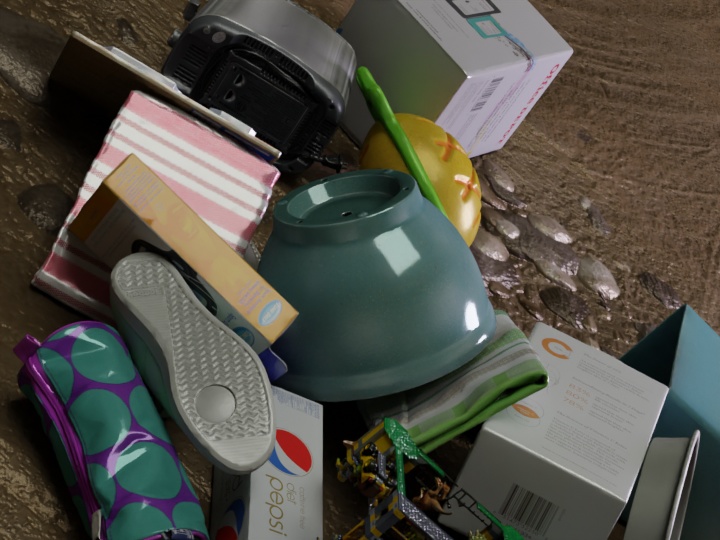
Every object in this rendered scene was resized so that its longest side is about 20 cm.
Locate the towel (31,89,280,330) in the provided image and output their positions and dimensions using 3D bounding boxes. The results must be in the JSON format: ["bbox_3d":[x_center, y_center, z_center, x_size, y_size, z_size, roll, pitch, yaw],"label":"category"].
[{"bbox_3d":[-0.164,-0.036,1.610,0.146,0.030,0.201,29,64,-11],"label":"towel"}]

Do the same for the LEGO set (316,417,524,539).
[{"bbox_3d":[0.032,0.217,1.427,0.200,0.116,0.154,41,20,-28],"label":"LEGO set"}]

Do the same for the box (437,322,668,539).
[{"bbox_3d":[0.156,0.144,1.576,0.124,0.098,0.200,27,29,6],"label":"box"}]

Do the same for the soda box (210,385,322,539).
[{"bbox_3d":[-0.070,0.178,1.468,0.063,0.068,0.201,24,36,-19],"label":"soda box"}]

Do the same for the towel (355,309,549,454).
[{"bbox_3d":[0.068,0.089,1.570,0.031,0.149,0.200,59,1,-12],"label":"towel"}]

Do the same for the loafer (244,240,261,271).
[{"bbox_3d":[-0.141,-0.053,1.672,0.200,0.070,0.070,47,36,14],"label":"loafer"}]

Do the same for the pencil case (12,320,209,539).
[{"bbox_3d":[-0.178,0.135,1.409,0.092,0.085,0.200,11,41,-46],"label":"pencil case"}]

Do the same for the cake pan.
[{"bbox_3d":[0.233,0.222,1.592,0.037,0.201,0.200,14,32,13],"label":"cake pan"}]

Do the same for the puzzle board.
[{"bbox_3d":[-0.169,-0.138,1.701,0.199,0.151,0.017,30,75,-10],"label":"puzzle board"}]

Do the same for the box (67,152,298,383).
[{"bbox_3d":[-0.130,0.007,1.526,0.200,0.119,0.042,43,64,-6],"label":"box"}]

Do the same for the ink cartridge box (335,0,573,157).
[{"bbox_3d":[0.080,-0.204,1.978,0.146,0.147,0.200,48,35,17],"label":"ink cartridge box"}]

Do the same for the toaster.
[{"bbox_3d":[-0.083,-0.181,1.838,0.199,0.114,0.129,30,33,-8],"label":"toaster"}]

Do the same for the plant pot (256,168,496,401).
[{"bbox_3d":[0.000,0.000,1.590,0.199,0.135,0.200,-11,22,4],"label":"plant pot"}]

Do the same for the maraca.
[{"bbox_3d":[0.045,-0.096,1.832,0.201,0.107,0.137,63,-5,2],"label":"maraca"}]

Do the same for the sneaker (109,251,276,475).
[{"bbox_3d":[-0.120,0.090,1.474,0.073,0.118,0.201,-24,57,-19],"label":"sneaker"}]

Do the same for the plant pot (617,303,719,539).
[{"bbox_3d":[0.308,0.166,1.764,0.200,0.141,0.142,39,34,-10],"label":"plant pot"}]
